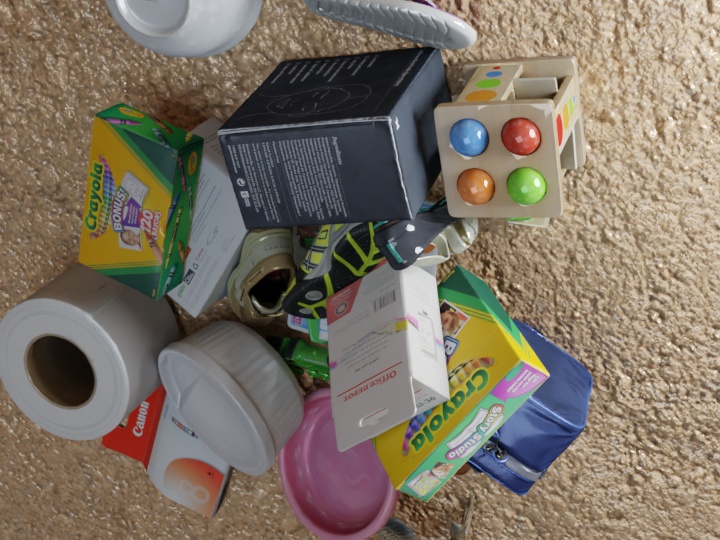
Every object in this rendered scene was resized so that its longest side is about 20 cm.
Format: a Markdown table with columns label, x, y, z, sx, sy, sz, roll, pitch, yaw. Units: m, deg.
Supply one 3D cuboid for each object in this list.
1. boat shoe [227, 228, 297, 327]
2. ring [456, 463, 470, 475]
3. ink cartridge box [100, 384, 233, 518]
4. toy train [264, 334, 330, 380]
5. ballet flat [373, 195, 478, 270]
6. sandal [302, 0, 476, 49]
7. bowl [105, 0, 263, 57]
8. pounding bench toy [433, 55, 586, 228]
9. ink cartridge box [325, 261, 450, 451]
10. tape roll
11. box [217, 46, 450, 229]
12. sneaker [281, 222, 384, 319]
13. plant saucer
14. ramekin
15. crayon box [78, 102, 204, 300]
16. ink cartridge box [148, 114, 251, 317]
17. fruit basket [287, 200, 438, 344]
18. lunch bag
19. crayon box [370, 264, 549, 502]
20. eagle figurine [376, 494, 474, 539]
| label | x | y | z | sx | sy | sz | roll | pitch | yaw |
| --- | --- | --- | --- | --- | --- | --- | --- | --- | --- |
| boat shoe | -0.117 | 0.023 | 1.603 | 0.074 | 0.067 | 0.200 | -9 | 150 | -14 |
| ring | 0.065 | 0.174 | 1.641 | 0.200 | 0.019 | 0.201 | 41 | 159 | 19 |
| ink cartridge box | -0.270 | 0.239 | 1.852 | 0.199 | 0.050 | 0.163 | 22 | 124 | 4 |
| toy train | -0.059 | 0.108 | 1.641 | 0.056 | 0.042 | 0.200 | 33 | 164 | -31 |
| ballet flat | 0.084 | -0.044 | 1.457 | 0.073 | 0.200 | 0.074 | 12 | 112 | 31 |
| sandal | 0.031 | -0.288 | 1.426 | 0.202 | 0.082 | 0.050 | 17 | 80 | 13 |
| bowl | -0.214 | -0.319 | 1.481 | 0.200 | 0.090 | 0.202 | 9 | 122 | 15 |
| pounding bench toy | 0.165 | -0.106 | 1.419 | 0.123 | 0.156 | 0.201 | 0 | 119 | 21 |
| ink cartridge box | 0.029 | 0.100 | 1.441 | 0.116 | 0.201 | 0.067 | -30 | 136 | 31 |
| tape roll | -0.356 | 0.102 | 1.738 | 0.202 | 0.139 | 0.204 | 9 | 116 | 20 |
| box | -0.018 | -0.146 | 1.440 | 0.195 | 0.200 | 0.125 | -4 | 119 | 23 |
| sneaker | -0.027 | -0.014 | 1.515 | 0.075 | 0.077 | 0.200 | 16 | 138 | -28 |
| plant saucer | -0.020 | 0.249 | 1.719 | 0.200 | 0.051 | 0.202 | 2 | 94 | 39 |
| ramekin | -0.159 | 0.154 | 1.694 | 0.202 | 0.094 | 0.203 | 35 | 149 | 25 |
| crayon box | -0.259 | -0.081 | 1.557 | 0.118 | 0.058 | 0.201 | 24 | 121 | 19 |
| ink cartridge box | -0.205 | -0.078 | 1.616 | 0.175 | 0.084 | 0.200 | 40 | 125 | 7 |
| fruit basket | 0.000 | 0.000 | 1.584 | 0.184 | 0.094 | 0.201 | 12 | 119 | 14 |
| lunch bag | 0.176 | 0.166 | 1.540 | 0.136 | 0.200 | 0.133 | 35 | 114 | 2 |
| crayon box | 0.090 | 0.123 | 1.461 | 0.058 | 0.173 | 0.200 | 30 | 109 | -36 |
| eagle figurine | 0.042 | 0.369 | 1.763 | 0.199 | 0.152 | 0.151 | 8 | 142 | 11 |
